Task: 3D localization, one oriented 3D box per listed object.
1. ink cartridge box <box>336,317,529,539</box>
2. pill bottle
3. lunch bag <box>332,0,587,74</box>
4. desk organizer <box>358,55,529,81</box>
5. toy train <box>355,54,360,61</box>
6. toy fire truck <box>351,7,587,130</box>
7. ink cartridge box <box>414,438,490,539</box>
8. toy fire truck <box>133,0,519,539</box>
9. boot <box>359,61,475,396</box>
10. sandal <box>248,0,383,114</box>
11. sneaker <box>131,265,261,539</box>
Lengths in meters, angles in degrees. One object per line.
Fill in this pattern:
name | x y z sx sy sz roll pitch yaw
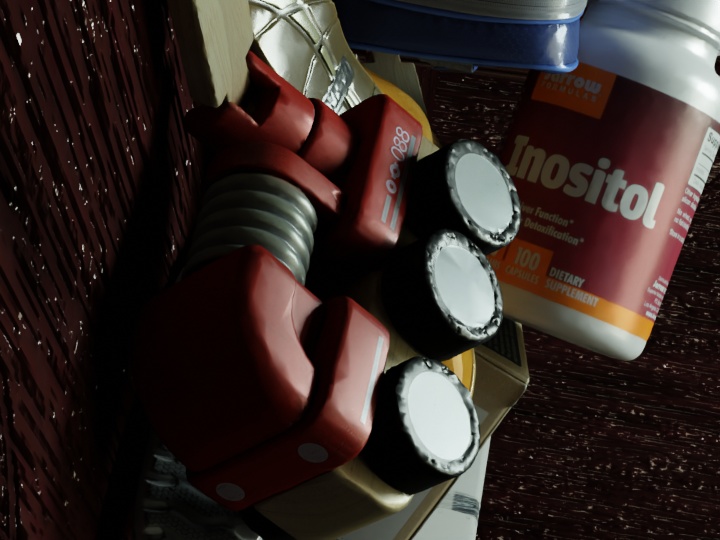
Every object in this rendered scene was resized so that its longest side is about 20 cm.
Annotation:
ink cartridge box | 0.011 0.085 1.285 0.200 0.075 0.165 -54 -167 20
pill bottle | 0.133 -0.062 1.191 0.113 0.112 0.201 37 73 -86
lunch bag | 0.050 -0.167 1.099 0.200 0.135 0.133 -70 170 -74
desk organizer | 0.075 -0.175 1.396 0.072 0.198 0.077 -74 170 -57
toy train | -0.016 -0.112 1.293 0.046 0.034 0.201 72 17 -54
toy fire truck | 0.061 -0.154 1.251 0.129 0.175 0.202 -59 151 -82
ink cartridge box | 0.002 0.181 1.490 0.201 0.144 0.085 -77 -178 -48
toy fire truck | -0.035 -0.021 0.835 0.128 0.200 0.177 -27 -144 39
boot | 0.001 -0.001 1.110 0.144 0.070 0.203 32 57 -57
sandal | -0.028 -0.065 1.005 0.201 0.054 0.081 64 38 -36
sneaker | -0.066 0.065 0.952 0.082 0.074 0.201 118 -6 -48
